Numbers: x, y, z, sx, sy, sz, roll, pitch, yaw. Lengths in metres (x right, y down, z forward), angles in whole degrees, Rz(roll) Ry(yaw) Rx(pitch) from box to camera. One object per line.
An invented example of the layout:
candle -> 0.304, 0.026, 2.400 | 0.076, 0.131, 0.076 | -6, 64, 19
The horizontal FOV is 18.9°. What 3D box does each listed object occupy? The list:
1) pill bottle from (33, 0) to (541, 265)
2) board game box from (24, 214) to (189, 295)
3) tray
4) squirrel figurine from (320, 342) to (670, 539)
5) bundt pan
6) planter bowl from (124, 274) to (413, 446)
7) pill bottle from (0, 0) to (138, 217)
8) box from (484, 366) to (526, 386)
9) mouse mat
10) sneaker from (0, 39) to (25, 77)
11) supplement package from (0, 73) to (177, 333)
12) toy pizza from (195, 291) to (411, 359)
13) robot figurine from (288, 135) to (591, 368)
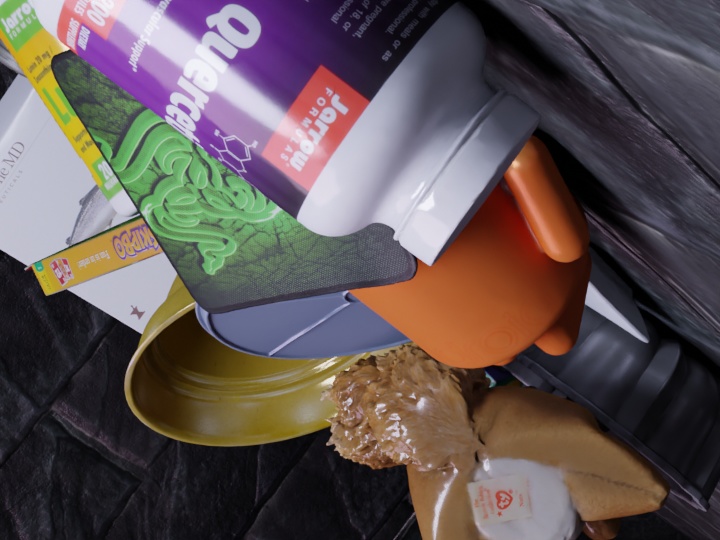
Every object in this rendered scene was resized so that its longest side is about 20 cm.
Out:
pill bottle -> -0.028, -0.092, 0.889 | 0.200, 0.113, 0.112 | 37, 177, 4
board game box -> -0.112, -0.025, 1.238 | 0.200, 0.095, 0.030 | -13, 101, 56
tray -> 0.095, -0.027, 1.346 | 0.200, 0.022, 0.107 | 35, 177, 42
squirrel figurine -> 0.077, 0.110, 1.365 | 0.200, 0.142, 0.187 | 41, -172, -3
bundt pan -> 0.168, 0.069, 1.431 | 0.202, 0.076, 0.202 | 36, 177, 2
planter bowl -> -0.062, 0.027, 1.411 | 0.200, 0.200, 0.084 | 41, -153, -53
pill bottle -> -0.140, -0.140, 1.195 | 0.200, 0.111, 0.111 | 56, 176, -2
box -> 0.093, 0.045, 1.604 | 0.117, 0.048, 0.200 | 42, -157, 17
mouse mat -> -0.066, -0.053, 1.054 | 0.200, 0.008, 0.161 | -10, 115, 55
sneaker -> -0.169, -0.202, 1.385 | 0.076, 0.114, 0.200 | 33, -155, -5
supplement package -> -0.168, -0.048, 1.494 | 0.200, 0.117, 0.117 | 31, -166, -17
toy pizza -> 0.000, 0.000, 1.276 | 0.200, 0.200, 0.032 | 42, -147, -62
robot figurine -> 0.039, -0.028, 1.098 | 0.200, 0.117, 0.144 | 38, -178, -36
